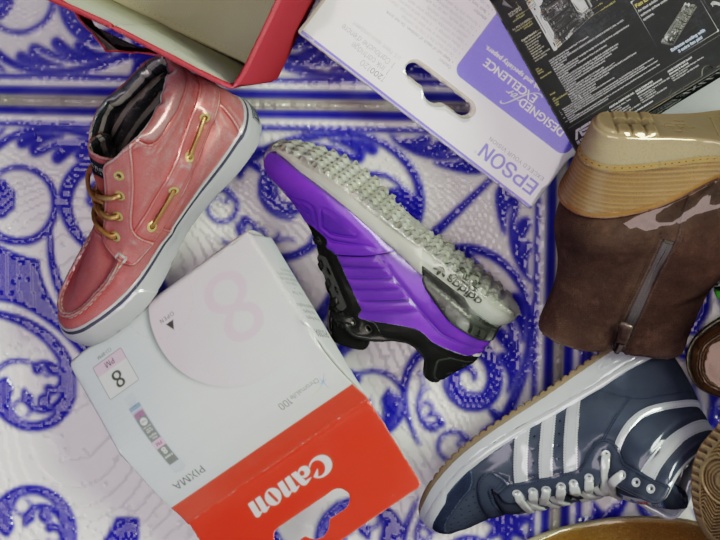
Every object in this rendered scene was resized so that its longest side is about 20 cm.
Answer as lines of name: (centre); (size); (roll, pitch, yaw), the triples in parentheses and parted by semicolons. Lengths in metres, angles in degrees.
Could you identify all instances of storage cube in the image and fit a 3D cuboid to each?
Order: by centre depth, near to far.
storage cube: (-0.104, -0.228, 1.424); (0.171, 0.180, 0.200); (26, 98, 3)

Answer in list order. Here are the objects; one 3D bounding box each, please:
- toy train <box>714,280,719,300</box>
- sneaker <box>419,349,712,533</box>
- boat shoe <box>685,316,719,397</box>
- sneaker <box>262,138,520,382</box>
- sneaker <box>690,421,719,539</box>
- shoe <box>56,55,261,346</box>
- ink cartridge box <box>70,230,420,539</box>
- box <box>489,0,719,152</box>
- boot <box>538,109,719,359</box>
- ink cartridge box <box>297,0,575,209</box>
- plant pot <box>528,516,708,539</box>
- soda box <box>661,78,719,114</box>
toy train: (0.292, -0.009, 1.469); (0.200, 0.042, 0.056); (-1, 53, 2)
sneaker: (0.141, 0.137, 1.475); (0.200, 0.070, 0.109); (-36, 67, 7)
boat shoe: (0.313, 0.052, 1.467); (0.200, 0.068, 0.072); (-6, 97, 8)
sneaker: (0.000, 0.000, 1.498); (0.200, 0.070, 0.100); (39, 106, 3)
sneaker: (0.273, 0.079, 1.414); (0.070, 0.108, 0.200); (26, 122, 28)
shoe: (-0.158, -0.048, 1.490); (0.091, 0.071, 0.200); (33, 98, -42)
ink cartridge box: (-0.079, 0.099, 1.499); (0.162, 0.057, 0.200); (-36, 73, 16)
box: (0.182, -0.188, 1.388); (0.200, 0.050, 0.158); (-32, 83, 23)
boot: (0.218, -0.019, 1.410); (0.200, 0.072, 0.166); (6, 126, -3)
ink cartridge box: (0.095, -0.177, 1.477); (0.198, 0.043, 0.200); (38, 98, 1)
plant pot: (0.177, 0.291, 1.462); (0.186, 0.186, 0.200); (-10, 109, 8)
soda box: (0.284, -0.096, 1.442); (0.200, 0.068, 0.063); (-8, 137, 7)
